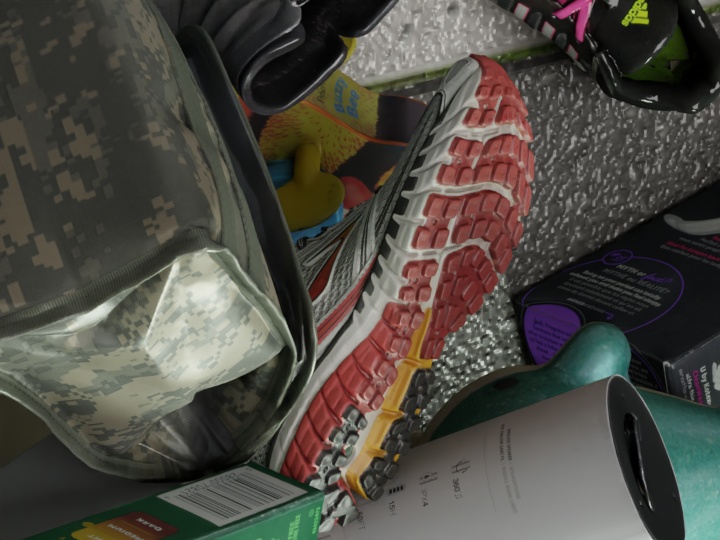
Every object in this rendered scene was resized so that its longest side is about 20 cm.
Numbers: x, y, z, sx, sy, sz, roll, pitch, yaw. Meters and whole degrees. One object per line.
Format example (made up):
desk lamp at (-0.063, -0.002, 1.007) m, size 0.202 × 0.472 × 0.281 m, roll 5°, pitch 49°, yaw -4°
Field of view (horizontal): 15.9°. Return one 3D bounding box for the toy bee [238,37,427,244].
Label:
toy bee at (-0.005, -0.059, 1.132) m, size 0.108 × 0.132 × 0.200 m, roll -33°, pitch 143°, yaw 27°

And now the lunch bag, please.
lunch bag at (-0.093, -0.023, 0.969) m, size 0.117 × 0.165 × 0.200 m, roll -24°, pitch 156°, yaw 5°

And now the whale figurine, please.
whale figurine at (0.122, 0.103, 1.163) m, size 0.199 × 0.104 × 0.160 m, roll -10°, pitch 104°, yaw -8°

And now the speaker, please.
speaker at (0.033, 0.112, 1.076) m, size 0.199 × 0.081 × 0.081 m, roll -22°, pitch 128°, yaw 19°

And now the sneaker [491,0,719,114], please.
sneaker at (0.107, -0.133, 1.203) m, size 0.200 × 0.087 × 0.074 m, roll 35°, pitch 91°, yaw -39°

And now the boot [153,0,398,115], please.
boot at (-0.017, -0.161, 1.070) m, size 0.201 × 0.131 × 0.070 m, roll -57°, pitch 143°, yaw -6°

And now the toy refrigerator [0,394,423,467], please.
toy refrigerator at (-0.075, 0.090, 1.156) m, size 0.199 × 0.070 × 0.076 m, roll 5°, pitch 109°, yaw -38°

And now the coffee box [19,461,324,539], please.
coffee box at (-0.096, 0.150, 0.949) m, size 0.200 × 0.044 × 0.124 m, roll -17°, pitch 123°, yaw -51°

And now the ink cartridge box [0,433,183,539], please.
ink cartridge box at (-0.134, 0.190, 1.037) m, size 0.144 × 0.084 × 0.201 m, roll -34°, pitch 134°, yaw -43°

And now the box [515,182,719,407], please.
box at (0.196, 0.032, 1.307) m, size 0.199 × 0.122 × 0.107 m, roll -29°, pitch 120°, yaw -26°

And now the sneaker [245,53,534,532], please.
sneaker at (0.000, 0.000, 1.039) m, size 0.201 × 0.082 × 0.078 m, roll -60°, pitch 149°, yaw 1°
